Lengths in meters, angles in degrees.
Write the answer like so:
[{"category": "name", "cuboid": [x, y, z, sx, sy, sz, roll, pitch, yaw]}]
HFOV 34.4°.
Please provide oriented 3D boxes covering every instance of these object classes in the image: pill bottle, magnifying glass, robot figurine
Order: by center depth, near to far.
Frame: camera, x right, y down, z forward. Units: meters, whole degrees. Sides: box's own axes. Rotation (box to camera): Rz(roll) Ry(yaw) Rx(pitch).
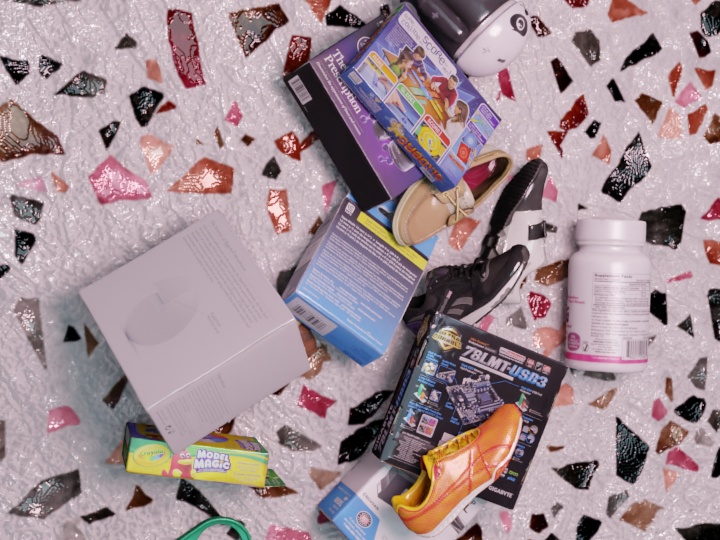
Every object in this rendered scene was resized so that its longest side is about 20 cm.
[{"category": "magnifying glass", "cuboid": [-0.237, 0.366, 1.494, 0.197, 0.022, 0.081, -7, 93, -16]}, {"category": "robot figurine", "cuboid": [0.132, -0.347, 1.507, 0.150, 0.125, 0.200, -41, 88, -16]}, {"category": "pill bottle", "cuboid": [0.338, 0.033, 1.586, 0.111, 0.113, 0.204, 2, 91, -14]}]

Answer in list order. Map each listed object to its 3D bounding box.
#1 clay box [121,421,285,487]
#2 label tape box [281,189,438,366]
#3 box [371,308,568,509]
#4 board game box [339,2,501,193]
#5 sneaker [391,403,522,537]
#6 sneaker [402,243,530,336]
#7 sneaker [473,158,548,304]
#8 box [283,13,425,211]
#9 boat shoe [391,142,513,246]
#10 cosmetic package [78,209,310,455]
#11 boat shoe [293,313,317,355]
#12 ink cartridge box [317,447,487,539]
[{"category": "clay box", "cuboid": [-0.194, 0.230, 1.452, 0.197, 0.115, 0.048, 8, 90, -15]}, {"category": "label tape box", "cuboid": [0.000, 0.000, 1.514, 0.142, 0.066, 0.202, 36, 56, -13]}, {"category": "box", "cuboid": [0.140, 0.177, 1.481, 0.197, 0.050, 0.201, 21, 88, -14]}, {"category": "board game box", "cuboid": [0.080, -0.218, 1.471, 0.200, 0.034, 0.136, 47, 57, -16]}, {"category": "sneaker", "cuboid": [0.121, 0.236, 1.419, 0.077, 0.073, 0.200, 45, 85, -17]}, {"category": "sneaker", "cuboid": [0.131, 0.023, 1.512, 0.087, 0.076, 0.200, 42, 118, -6]}, {"category": "sneaker", "cuboid": [0.221, -0.050, 1.578, 0.087, 0.074, 0.203, 21, 97, -15]}, {"category": "box", "cuboid": [0.016, -0.202, 1.496, 0.141, 0.079, 0.202, -38, 101, -33]}, {"category": "boat shoe", "cuboid": [0.123, -0.102, 1.524, 0.200, 0.066, 0.075, -44, 126, -23]}, {"category": "cosmetic package", "cuboid": [-0.196, 0.071, 1.396, 0.198, 0.124, 0.200, -31, 57, -10]}, {"category": "boat shoe", "cuboid": [-0.140, 0.133, 1.486, 0.199, 0.072, 0.068, -38, 98, -13]}, {"category": "ink cartridge box", "cuboid": [0.066, 0.297, 1.536, 0.200, 0.084, 0.145, -45, 102, -10]}]
